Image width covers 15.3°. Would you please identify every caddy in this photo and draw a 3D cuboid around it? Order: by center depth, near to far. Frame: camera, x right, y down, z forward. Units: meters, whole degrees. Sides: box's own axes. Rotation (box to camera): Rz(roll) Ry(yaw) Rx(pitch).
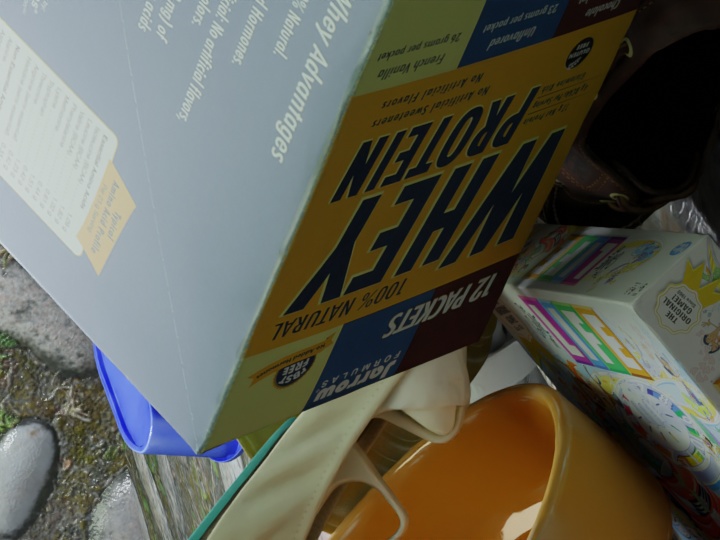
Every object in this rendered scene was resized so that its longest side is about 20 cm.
[{"bbox_3d":[-0.135,0.060,2.126,0.142,0.105,0.200,-66,35,38],"label":"caddy"}]

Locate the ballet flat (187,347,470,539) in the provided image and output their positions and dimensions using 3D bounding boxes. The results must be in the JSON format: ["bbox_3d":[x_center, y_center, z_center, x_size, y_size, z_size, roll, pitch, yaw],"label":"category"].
[{"bbox_3d":[0.001,0.061,0.972,0.069,0.200,0.069,33,-179,0],"label":"ballet flat"}]

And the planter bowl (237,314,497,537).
[{"bbox_3d":[0.000,0.000,1.074,0.201,0.083,0.201,54,-156,-37],"label":"planter bowl"}]

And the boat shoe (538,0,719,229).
[{"bbox_3d":[0.091,-0.056,0.924,0.200,0.070,0.071,88,160,-63],"label":"boat shoe"}]

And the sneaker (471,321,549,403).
[{"bbox_3d":[0.050,0.018,1.194,0.200,0.075,0.115,49,137,4],"label":"sneaker"}]

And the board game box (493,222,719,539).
[{"bbox_3d":[0.114,0.046,0.912,0.135,0.034,0.200,50,172,-9],"label":"board game box"}]

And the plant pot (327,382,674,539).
[{"bbox_3d":[0.075,0.174,0.972,0.183,0.200,0.200,38,177,-14],"label":"plant pot"}]

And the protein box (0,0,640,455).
[{"bbox_3d":[-0.038,-0.091,0.861,0.200,0.135,0.199,44,131,25],"label":"protein box"}]
